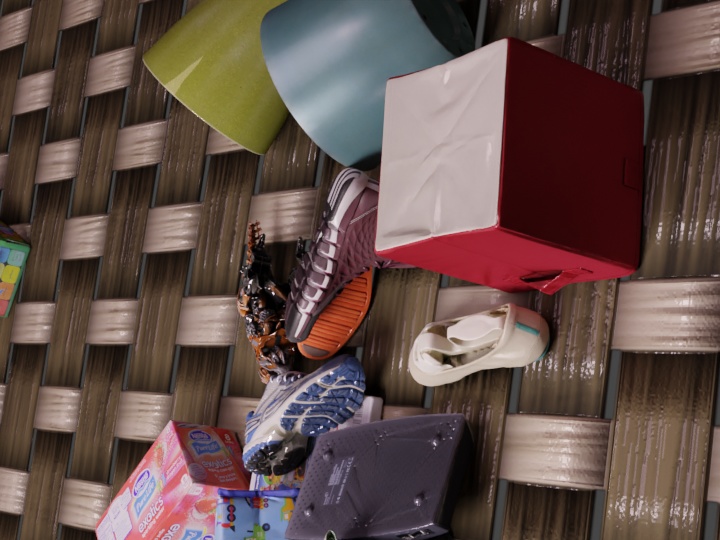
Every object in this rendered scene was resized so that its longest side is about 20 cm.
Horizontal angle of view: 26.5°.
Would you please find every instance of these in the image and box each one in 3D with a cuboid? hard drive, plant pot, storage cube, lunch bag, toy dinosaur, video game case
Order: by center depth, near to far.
[{"bbox_3d":[0.137,-0.088,1.400,0.170,0.179,0.201,-11,69,50],"label":"storage cube"},{"bbox_3d":[0.021,0.213,1.521,0.199,0.042,0.135,-14,45,41],"label":"hard drive"},{"bbox_3d":[0.021,-0.229,1.590,0.161,0.200,0.202,-31,54,27],"label":"plant pot"},{"bbox_3d":[-0.112,0.332,1.636,0.200,0.093,0.151,105,166,-65],"label":"lunch bag"},{"bbox_3d":[-0.053,0.203,1.683,0.199,0.018,0.144,0,80,52],"label":"video game case"},{"bbox_3d":[-0.110,0.031,1.758,0.201,0.102,0.136,57,143,19],"label":"toy dinosaur"},{"bbox_3d":[-0.124,-0.274,1.820,0.200,0.187,0.187,-50,42,11],"label":"plant pot"}]

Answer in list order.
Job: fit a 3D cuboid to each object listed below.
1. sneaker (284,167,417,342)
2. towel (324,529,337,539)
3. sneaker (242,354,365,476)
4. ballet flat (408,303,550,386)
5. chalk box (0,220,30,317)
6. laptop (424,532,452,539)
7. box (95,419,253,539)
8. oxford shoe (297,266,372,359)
[{"bbox_3d":[0.000,0.000,1.606,0.076,0.115,0.201,-106,36,-64],"label":"sneaker"},{"bbox_3d":[-0.026,0.369,1.483,0.201,0.023,0.153,102,157,-50],"label":"towel"},{"bbox_3d":[-0.070,0.138,1.652,0.200,0.077,0.086,-43,44,35],"label":"sneaker"},{"bbox_3d":[0.097,0.069,1.493,0.199,0.069,0.070,-19,64,48],"label":"ballet flat"},{"bbox_3d":[-0.600,-0.011,2.374,0.200,0.123,0.125,33,104,50],"label":"chalk box"},{"bbox_3d":[0.034,0.369,1.525,0.201,0.115,0.188,102,156,-50],"label":"laptop"},{"bbox_3d":[-0.221,0.283,1.810,0.200,0.094,0.103,-54,42,26],"label":"box"},{"bbox_3d":[-0.021,0.000,1.683,0.073,0.071,0.201,-128,58,-74],"label":"oxford shoe"}]
